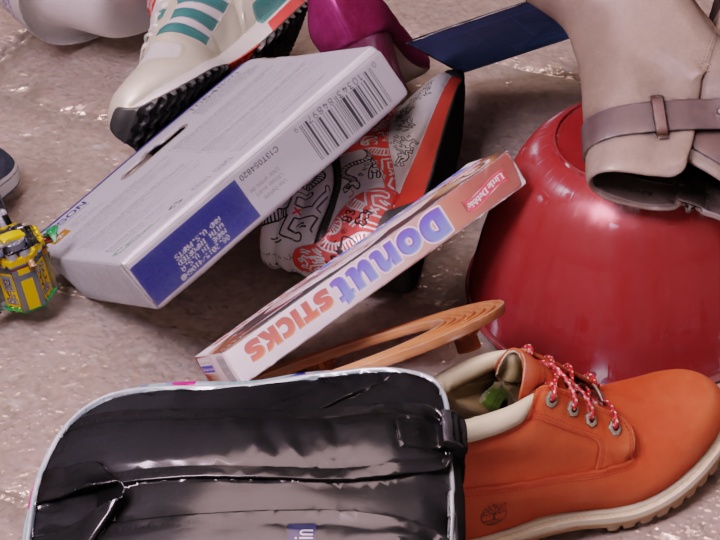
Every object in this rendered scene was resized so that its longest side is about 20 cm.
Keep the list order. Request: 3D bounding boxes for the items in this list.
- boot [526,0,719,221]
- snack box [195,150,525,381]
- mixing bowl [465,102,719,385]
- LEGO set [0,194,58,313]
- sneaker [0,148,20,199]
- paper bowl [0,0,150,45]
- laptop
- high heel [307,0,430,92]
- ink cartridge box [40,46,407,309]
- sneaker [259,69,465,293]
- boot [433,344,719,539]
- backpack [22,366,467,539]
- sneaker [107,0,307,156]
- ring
[{"bbox_3d":[0.146,-0.107,1.168,0.199,0.070,0.147,13,62,8],"label":"boot"},{"bbox_3d":[0.000,0.000,1.194,0.200,0.024,0.072,-35,6,-16],"label":"snack box"},{"bbox_3d":[0.158,-0.034,1.239,0.199,0.109,0.201,-3,36,2],"label":"mixing bowl"},{"bbox_3d":[-0.282,-0.032,1.254,0.199,0.116,0.154,-16,39,-6],"label":"LEGO set"},{"bbox_3d":[-0.319,-0.110,1.352,0.201,0.147,0.077,7,37,12],"label":"sneaker"},{"bbox_3d":[-0.164,-0.241,1.468,0.104,0.201,0.200,42,54,19],"label":"paper bowl"},{"bbox_3d":[0.156,-0.116,1.327,0.200,0.116,0.187,40,8,10],"label":"laptop"},{"bbox_3d":[0.000,-0.158,1.376,0.067,0.096,0.200,-25,8,0],"label":"high heel"},{"bbox_3d":[-0.090,-0.057,1.274,0.199,0.041,0.200,-42,19,-15],"label":"ink cartridge box"},{"bbox_3d":[0.000,-0.066,1.329,0.107,0.067,0.202,8,41,11],"label":"sneaker"},{"bbox_3d":[0.109,0.079,1.098,0.199,0.108,0.075,-18,38,-21],"label":"boot"},{"bbox_3d":[-0.053,0.139,0.986,0.199,0.151,0.178,1,51,-2],"label":"backpack"},{"bbox_3d":[-0.122,-0.150,1.425,0.093,0.070,0.200,37,45,12],"label":"sneaker"},{"bbox_3d":[-0.016,0.056,1.130,0.199,0.019,0.200,-18,2,1],"label":"ring"}]
